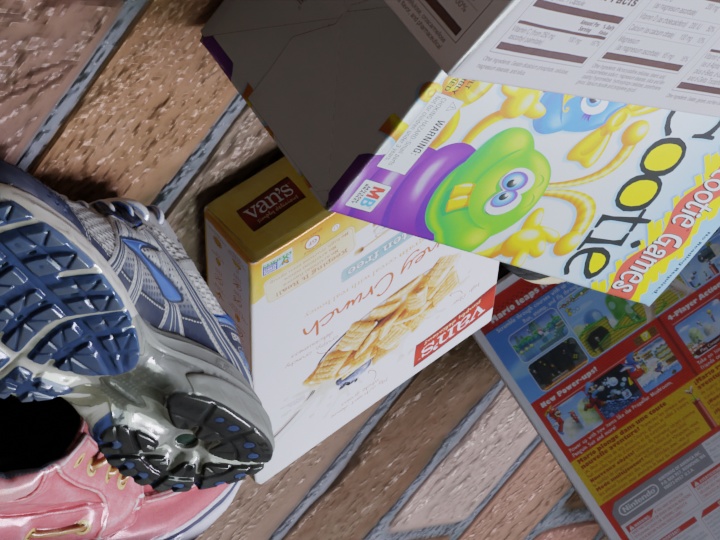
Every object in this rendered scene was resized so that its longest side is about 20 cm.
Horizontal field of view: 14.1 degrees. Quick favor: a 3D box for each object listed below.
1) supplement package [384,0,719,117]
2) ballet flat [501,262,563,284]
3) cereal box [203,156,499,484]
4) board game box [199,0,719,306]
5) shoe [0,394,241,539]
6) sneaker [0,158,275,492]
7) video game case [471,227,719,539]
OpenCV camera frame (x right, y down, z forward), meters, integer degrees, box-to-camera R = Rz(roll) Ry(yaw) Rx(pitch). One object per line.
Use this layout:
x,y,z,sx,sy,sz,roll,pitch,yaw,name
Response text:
0.068,-0.147,0.958,0.111,0.156,0.200,-48,155,21,supplement package
0.092,-0.040,1.301,0.067,0.057,0.200,-53,162,-18,ballet flat
0.000,0.000,1.264,0.144,0.040,0.200,-34,156,-19,cereal box
0.058,-0.072,1.092,0.200,0.103,0.105,15,121,-48,board game box
-0.116,0.077,1.187,0.200,0.072,0.091,-14,151,-38,shoe
-0.106,0.007,1.092,0.077,0.085,0.200,-21,140,18,sneaker
0.160,0.062,1.402,0.143,0.200,0.017,-34,174,5,video game case
